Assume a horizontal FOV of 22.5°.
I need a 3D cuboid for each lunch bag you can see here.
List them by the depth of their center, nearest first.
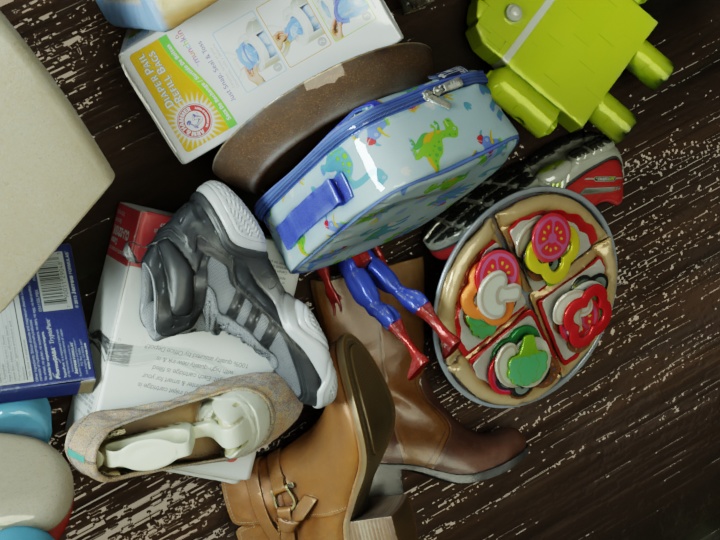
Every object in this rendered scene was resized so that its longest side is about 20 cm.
[{"bbox_3d":[0.016,-0.074,1.401,0.160,0.200,0.083,-25,82,-32],"label":"lunch bag"}]

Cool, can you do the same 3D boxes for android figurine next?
[{"bbox_3d":[0.175,-0.207,1.565,0.200,0.041,0.182,41,77,-9],"label":"android figurine"}]

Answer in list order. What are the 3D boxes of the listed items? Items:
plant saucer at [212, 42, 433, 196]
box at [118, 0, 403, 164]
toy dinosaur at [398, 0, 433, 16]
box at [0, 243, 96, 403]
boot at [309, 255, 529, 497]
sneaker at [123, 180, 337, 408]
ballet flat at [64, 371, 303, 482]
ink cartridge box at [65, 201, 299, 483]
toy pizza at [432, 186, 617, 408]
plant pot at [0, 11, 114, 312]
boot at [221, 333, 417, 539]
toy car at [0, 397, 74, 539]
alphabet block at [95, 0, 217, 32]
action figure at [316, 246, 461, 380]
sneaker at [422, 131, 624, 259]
[{"bbox_3d":[-0.023,-0.113,1.442,0.199,0.200,0.035,-25,78,-16],"label":"plant saucer"},{"bbox_3d":[-0.080,-0.185,1.425,0.199,0.113,0.102,-29,107,5],"label":"box"},{"bbox_3d":[0.002,-0.256,1.504,0.199,0.077,0.103,-16,94,7],"label":"toy dinosaur"},{"bbox_3d":[-0.315,0.047,1.410,0.199,0.032,0.122,-5,67,-21],"label":"box"},{"bbox_3d":[0.054,0.088,1.585,0.187,0.068,0.201,-7,91,-15],"label":"boot"},{"bbox_3d":[-0.105,0.039,1.408,0.114,0.075,0.201,-33,102,-14],"label":"sneaker"},{"bbox_3d":[-0.129,0.129,1.414,0.199,0.067,0.069,-15,104,-19],"label":"ballet flat"},{"bbox_3d":[-0.145,0.059,1.479,0.144,0.084,0.201,13,92,-23],"label":"ink cartridge box"},{"bbox_3d":[0.149,0.027,1.553,0.199,0.032,0.201,-13,114,-30],"label":"toy pizza"},{"bbox_3d":[-0.297,-0.079,1.332,0.177,0.200,0.200,42,82,-18],"label":"plant pot"},{"bbox_3d":[-0.047,0.158,1.510,0.154,0.074,0.201,-8,96,24],"label":"boot"},{"bbox_3d":[-0.315,0.225,1.419,0.176,0.185,0.201,-2,131,-13],"label":"toy car"},{"bbox_3d":[-0.136,-0.315,1.371,0.199,0.195,0.197,-33,110,-12],"label":"alphabet block"},{"bbox_3d":[0.000,0.000,1.504,0.065,0.052,0.200,-30,75,-27],"label":"action figure"},{"bbox_3d":[0.151,-0.048,1.583,0.199,0.077,0.085,-26,111,-15],"label":"sneaker"}]
